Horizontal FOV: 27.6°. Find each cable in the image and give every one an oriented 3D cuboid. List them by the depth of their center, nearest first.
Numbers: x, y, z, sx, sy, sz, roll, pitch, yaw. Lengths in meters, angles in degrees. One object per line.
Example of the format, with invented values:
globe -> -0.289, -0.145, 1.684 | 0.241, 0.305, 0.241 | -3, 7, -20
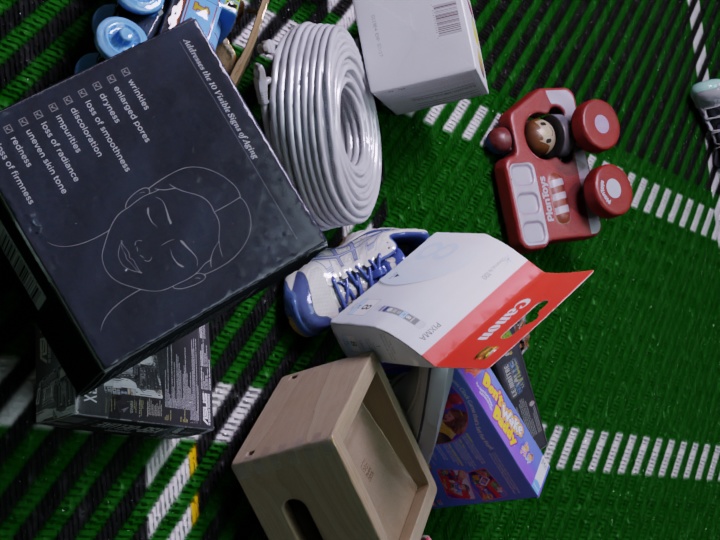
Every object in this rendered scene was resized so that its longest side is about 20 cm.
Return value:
cable -> -0.032, -0.141, 1.418 | 0.200, 0.069, 0.201 | -55, 137, -65

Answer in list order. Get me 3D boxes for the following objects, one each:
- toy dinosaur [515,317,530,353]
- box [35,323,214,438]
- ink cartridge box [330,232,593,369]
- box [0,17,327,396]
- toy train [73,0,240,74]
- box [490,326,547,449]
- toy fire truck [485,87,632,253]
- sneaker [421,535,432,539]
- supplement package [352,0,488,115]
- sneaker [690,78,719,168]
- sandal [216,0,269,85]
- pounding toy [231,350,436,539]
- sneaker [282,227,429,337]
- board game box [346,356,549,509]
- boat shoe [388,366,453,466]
toy dinosaur -> 0.124, 0.070, 1.602 | 0.200, 0.101, 0.137 | -32, 121, -66
box -> -0.191, 0.031, 1.194 | 0.157, 0.050, 0.202 | 14, 68, -52
ink cartridge box -> 0.090, 0.025, 1.343 | 0.160, 0.199, 0.047 | -39, 113, -31
box -> -0.166, -0.046, 1.088 | 0.196, 0.124, 0.201 | -30, 89, -23
toy train -> -0.168, -0.207, 1.250 | 0.114, 0.087, 0.201 | 22, 57, -18
box -> 0.127, 0.092, 1.500 | 0.035, 0.110, 0.201 | -32, 127, -17
toy fire truck -> 0.234, -0.127, 1.818 | 0.167, 0.112, 0.201 | -7, 84, -37
sneaker -> 0.082, 0.311, 1.473 | 0.200, 0.073, 0.087 | 19, 62, -51
supplement package -> 0.066, -0.238, 1.533 | 0.200, 0.109, 0.115 | -1, 79, -81
sneaker -> 0.599, -0.218, 2.381 | 0.200, 0.077, 0.141 | 27, 57, -48
sandal -> -0.136, -0.187, 1.333 | 0.069, 0.078, 0.213 | 16, 76, -7
pounding toy -> -0.031, 0.216, 1.312 | 0.201, 0.141, 0.184 | 66, 23, -18
sneaker -> 0.000, 0.000, 1.445 | 0.200, 0.088, 0.076 | -40, 114, -51
board game box -> 0.086, 0.151, 1.476 | 0.201, 0.134, 0.045 | 58, 39, -26
boat shoe -> 0.044, 0.135, 1.401 | 0.201, 0.069, 0.071 | 101, 5, -51
